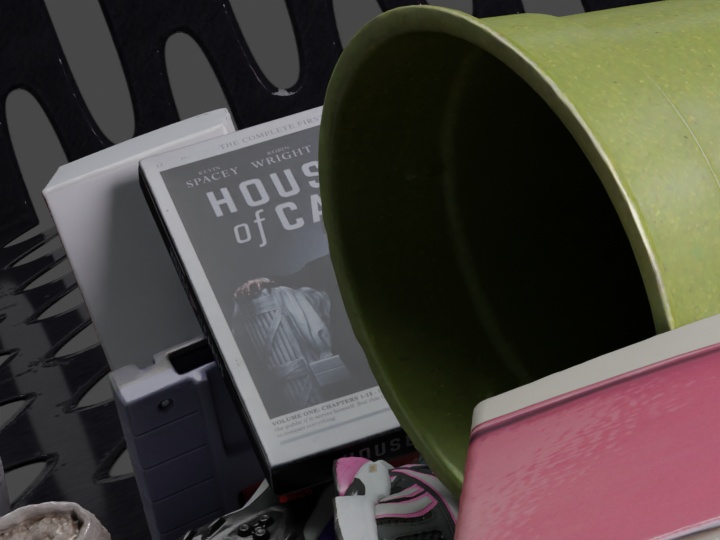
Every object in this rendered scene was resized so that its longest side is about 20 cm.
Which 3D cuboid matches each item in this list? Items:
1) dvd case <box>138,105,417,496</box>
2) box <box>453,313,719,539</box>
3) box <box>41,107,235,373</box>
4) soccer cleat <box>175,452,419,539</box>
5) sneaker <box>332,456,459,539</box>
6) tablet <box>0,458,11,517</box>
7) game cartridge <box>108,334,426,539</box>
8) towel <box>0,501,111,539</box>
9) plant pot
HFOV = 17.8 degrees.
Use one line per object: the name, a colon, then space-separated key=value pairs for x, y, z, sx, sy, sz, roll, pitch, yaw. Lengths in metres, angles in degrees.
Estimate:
dvd case: x=0.000 y=0.000 z=1.018 sx=0.150 sy=0.025 sz=0.200 roll=-17 pitch=48 yaw=-11
box: x=0.095 y=0.098 z=0.605 sx=0.109 sy=0.128 sz=0.200 roll=-20 pitch=8 yaw=8
box: x=-0.077 y=0.030 z=1.163 sx=0.097 sy=0.200 sz=0.124 roll=-20 pitch=8 yaw=-1
soccer cleat: x=-0.033 y=0.125 z=0.976 sx=0.068 sy=0.073 sz=0.200 roll=10 pitch=42 yaw=31
sneaker: x=0.035 y=0.109 z=0.857 sx=0.086 sy=0.080 sz=0.200 roll=-6 pitch=16 yaw=1
tablet: x=-0.259 y=0.162 z=1.107 sx=0.200 sy=0.130 sz=0.014 roll=-23 pitch=54 yaw=-20
game cartridge: x=-0.009 y=0.064 z=1.064 sx=0.200 sy=0.130 sz=0.038 roll=-22 pitch=37 yaw=-15
towel: x=-0.184 y=0.155 z=0.956 sx=0.200 sy=0.035 sz=0.133 roll=-23 pitch=-23 yaw=3
plant pot: x=0.118 y=-0.021 z=0.820 sx=0.190 sy=0.200 sz=0.200 roll=-21 pitch=8 yaw=-28
